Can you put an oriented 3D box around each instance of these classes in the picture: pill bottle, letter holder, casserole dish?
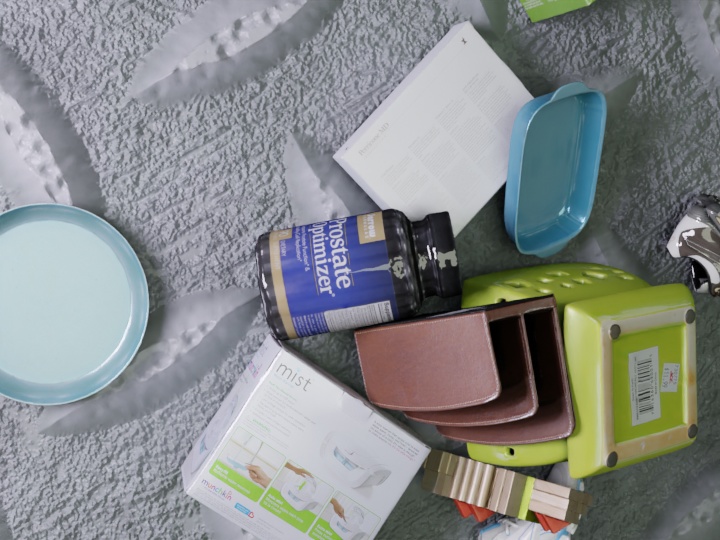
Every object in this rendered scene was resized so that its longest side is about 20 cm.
[{"bbox_3d":[0.000,0.000,1.054,0.197,0.112,0.114,-11,99,3],"label":"pill bottle"},{"bbox_3d":[0.101,0.112,1.030,0.099,0.199,0.145,-9,88,-38],"label":"letter holder"},{"bbox_3d":[0.203,-0.110,1.115,0.120,0.039,0.203,-20,128,-29],"label":"casserole dish"}]

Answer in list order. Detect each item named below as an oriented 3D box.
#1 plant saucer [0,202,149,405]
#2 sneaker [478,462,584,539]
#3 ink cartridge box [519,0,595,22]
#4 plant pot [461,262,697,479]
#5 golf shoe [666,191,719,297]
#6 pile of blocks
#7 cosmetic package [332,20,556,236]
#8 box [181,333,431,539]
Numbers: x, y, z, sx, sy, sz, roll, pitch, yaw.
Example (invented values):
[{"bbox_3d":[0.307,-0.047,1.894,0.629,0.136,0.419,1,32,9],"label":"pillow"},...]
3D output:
[{"bbox_3d":[-0.313,0.033,1.046,0.197,0.027,0.204,-1,96,-14],"label":"plant saucer"},{"bbox_3d":[0.183,0.299,1.176,0.086,0.075,0.202,26,88,-7],"label":"sneaker"},{"bbox_3d":[0.263,-0.356,1.084,0.199,0.148,0.076,-38,104,-7],"label":"ink cartridge box"},{"bbox_3d":[0.235,0.103,1.085,0.196,0.181,0.204,-7,98,-32],"label":"plant pot"},{"bbox_3d":[0.438,0.002,1.214,0.200,0.078,0.095,41,103,-13],"label":"golf shoe"},{"bbox_3d":[0.151,0.249,1.140,0.197,0.082,0.063,14,81,18],"label":"pile of blocks"},{"bbox_3d":[0.091,-0.140,1.115,0.200,0.052,0.151,-46,107,-6],"label":"cosmetic package"},{"bbox_3d":[-0.058,0.197,1.090,0.199,0.097,0.178,34,87,-15],"label":"box"}]
